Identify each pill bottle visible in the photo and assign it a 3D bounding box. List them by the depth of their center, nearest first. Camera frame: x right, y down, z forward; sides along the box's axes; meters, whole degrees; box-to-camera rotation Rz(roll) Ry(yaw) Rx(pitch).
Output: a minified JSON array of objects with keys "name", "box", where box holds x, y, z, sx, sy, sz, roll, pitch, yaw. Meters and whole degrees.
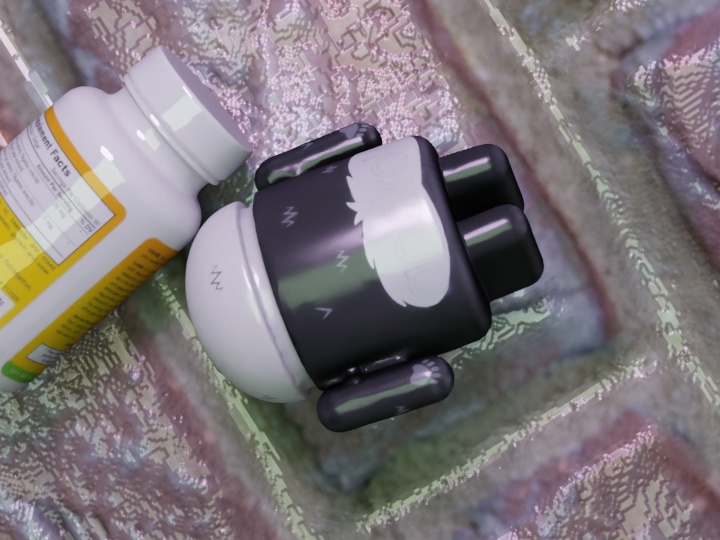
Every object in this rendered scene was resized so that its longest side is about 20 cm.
[{"name":"pill bottle","box":[-0.162,-0.033,1.169,0.200,0.111,0.111,-40,87,6]}]

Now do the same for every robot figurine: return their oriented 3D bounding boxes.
[{"name":"robot figurine","box":[0.000,0.000,1.148,0.198,0.150,0.126,-20,111,6]}]
